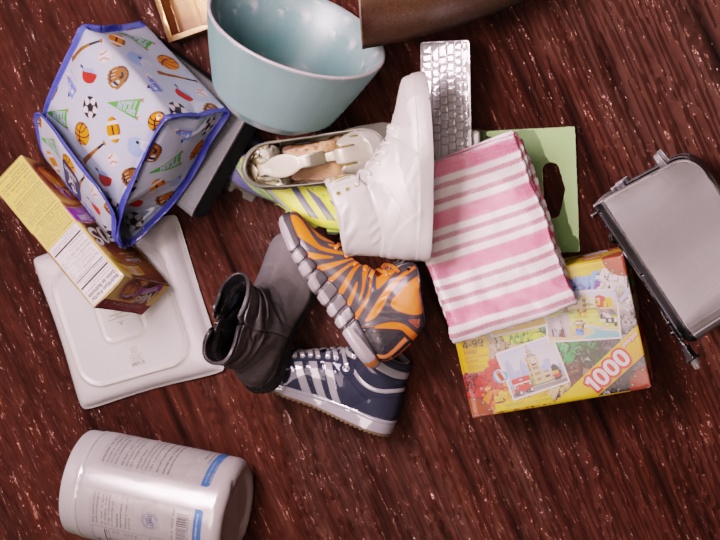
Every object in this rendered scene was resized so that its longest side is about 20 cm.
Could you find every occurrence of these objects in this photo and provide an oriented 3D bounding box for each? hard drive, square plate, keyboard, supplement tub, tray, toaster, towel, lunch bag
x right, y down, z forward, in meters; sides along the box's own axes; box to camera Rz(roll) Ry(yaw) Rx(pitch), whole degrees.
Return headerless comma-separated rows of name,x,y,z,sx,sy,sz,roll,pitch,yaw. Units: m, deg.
hard drive,-0.221,-0.173,1.686,0.200,0.033,0.140,38,107,25
square plate,-0.284,0.053,1.765,0.200,0.028,0.198,-16,93,17
keyboard,0.094,-0.150,1.599,0.056,0.011,0.200,0,95,15
supplement tub,-0.238,0.268,1.730,0.200,0.132,0.132,10,100,14
tray,-0.201,-0.372,1.678,0.099,0.037,0.200,-17,94,16
toaster,0.338,-0.024,1.509,0.119,0.181,0.200,-34,88,15
towel,0.133,-0.034,1.569,0.146,0.030,0.200,-20,84,17
lunch bag,-0.270,-0.148,1.629,0.170,0.124,0.200,49,124,22

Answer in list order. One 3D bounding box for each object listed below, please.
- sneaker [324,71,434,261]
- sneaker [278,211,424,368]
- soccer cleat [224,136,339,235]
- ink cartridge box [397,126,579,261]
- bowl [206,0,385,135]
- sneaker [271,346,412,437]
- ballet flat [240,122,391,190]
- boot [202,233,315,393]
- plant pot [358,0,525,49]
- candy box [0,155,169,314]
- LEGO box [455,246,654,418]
sneaker,0.019,-0.110,1.544,0.115,0.074,0.200,1,92,1
sneaker,0.000,0.000,1.620,0.112,0.078,0.200,-35,88,1
soccer cleat,-0.066,-0.102,1.663,0.200,0.065,0.084,22,114,13
ink cartridge box,0.138,-0.085,1.624,0.200,0.048,0.146,-1,97,17
bowl,-0.083,-0.221,1.603,0.201,0.201,0.105,27,123,10
sneaker,-0.037,0.104,1.685,0.200,0.070,0.109,23,105,6
ballet flat,-0.034,-0.120,1.601,0.200,0.064,0.067,-8,93,10
boot,-0.109,0.029,1.628,0.070,0.132,0.200,1,66,21
plant pot,0.094,-0.335,1.546,0.200,0.187,0.187,-4,97,1
candy box,-0.322,-0.039,1.693,0.056,0.117,0.200,-44,73,10
LEGO box,0.209,0.068,1.610,0.200,0.077,0.149,-12,95,16
